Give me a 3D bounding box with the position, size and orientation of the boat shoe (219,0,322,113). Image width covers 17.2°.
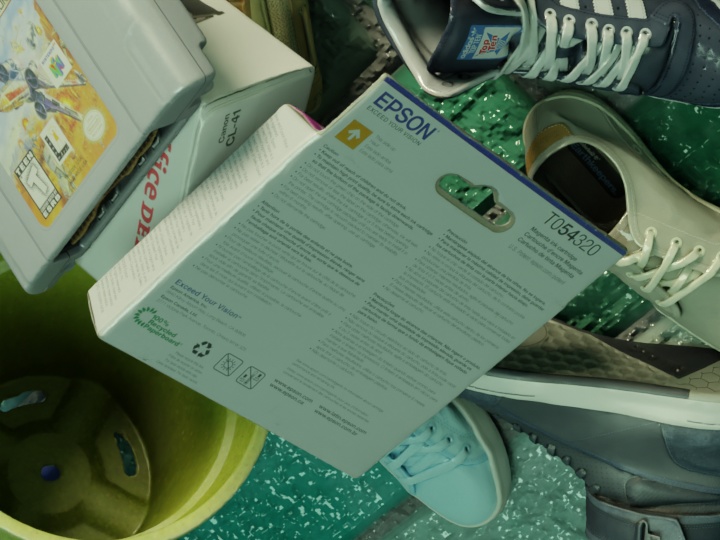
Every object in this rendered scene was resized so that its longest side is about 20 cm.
[{"bbox_3d":[-0.057,-0.168,1.231,0.073,0.063,0.202,14,120,44],"label":"boat shoe"}]

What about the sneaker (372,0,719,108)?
[{"bbox_3d":[0.099,-0.114,1.161,0.199,0.109,0.070,25,126,6],"label":"sneaker"}]

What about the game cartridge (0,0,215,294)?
[{"bbox_3d":[-0.154,-0.091,1.172,0.134,0.041,0.200,52,137,8],"label":"game cartridge"}]

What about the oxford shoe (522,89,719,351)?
[{"bbox_3d":[0.158,-0.011,1.232,0.200,0.058,0.075,42,123,-8],"label":"oxford shoe"}]

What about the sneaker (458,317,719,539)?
[{"bbox_3d":[0.115,0.105,1.305,0.201,0.077,0.147,12,120,14],"label":"sneaker"}]

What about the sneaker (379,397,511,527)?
[{"bbox_3d":[0.007,0.078,1.330,0.074,0.082,0.200,-31,104,34],"label":"sneaker"}]

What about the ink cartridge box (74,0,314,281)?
[{"bbox_3d":[-0.130,-0.088,1.238,0.200,0.085,0.148,38,133,26],"label":"ink cartridge box"}]

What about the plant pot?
[{"bbox_3d":[-0.165,0.088,1.337,0.200,0.201,0.184,34,152,0],"label":"plant pot"}]

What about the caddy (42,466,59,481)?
[{"bbox_3d":[-0.224,0.207,1.485,0.198,0.105,0.142,-10,116,26],"label":"caddy"}]

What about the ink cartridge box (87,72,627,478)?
[{"bbox_3d":[0.000,0.000,1.187,0.200,0.043,0.196,-41,132,18],"label":"ink cartridge box"}]
